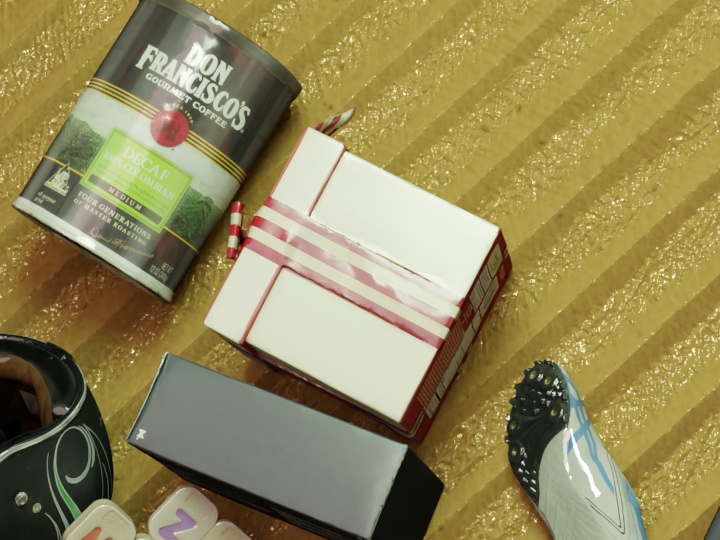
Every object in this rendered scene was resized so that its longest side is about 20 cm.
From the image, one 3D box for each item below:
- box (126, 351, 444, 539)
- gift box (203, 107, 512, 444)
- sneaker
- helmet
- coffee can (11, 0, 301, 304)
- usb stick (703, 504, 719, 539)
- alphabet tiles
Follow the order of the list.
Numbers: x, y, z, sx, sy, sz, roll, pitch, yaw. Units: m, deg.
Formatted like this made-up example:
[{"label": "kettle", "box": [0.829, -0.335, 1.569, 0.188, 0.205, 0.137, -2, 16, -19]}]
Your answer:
[{"label": "box", "box": [-0.052, 0.142, 1.589, 0.199, 0.141, 0.079, 20, 81, 18]}, {"label": "gift box", "box": [0.000, 0.000, 1.599, 0.186, 0.185, 0.201, 26, 79, 11]}, {"label": "sneaker", "box": [0.163, 0.157, 1.577, 0.072, 0.072, 0.201, -40, 54, 31]}, {"label": "helmet", "box": [-0.282, 0.165, 1.616, 0.199, 0.200, 0.192, 19, 124, 18]}, {"label": "coffee can", "box": [-0.158, -0.096, 1.679, 0.146, 0.146, 0.201, 29, 85, 20]}, {"label": "usb stick", "box": [0.294, 0.157, 1.552, 0.055, 0.033, 0.201, 25, 83, 19]}, {"label": "alphabet tiles", "box": [-0.153, 0.262, 1.582, 0.196, 0.015, 0.200, -45, 111, -1]}]
